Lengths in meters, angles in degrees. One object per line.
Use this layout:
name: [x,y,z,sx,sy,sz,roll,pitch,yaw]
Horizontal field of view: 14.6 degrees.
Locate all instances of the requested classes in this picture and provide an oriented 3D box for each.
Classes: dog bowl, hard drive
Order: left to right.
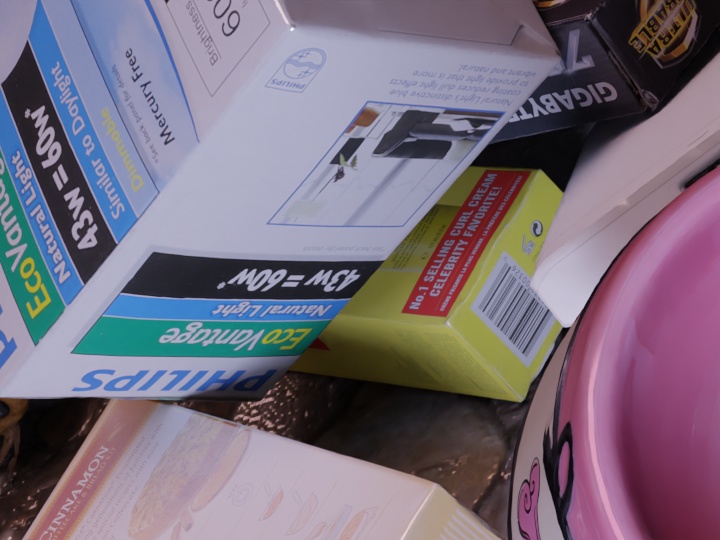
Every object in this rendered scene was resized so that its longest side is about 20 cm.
hard drive: [0.122,-0.053,0.926,0.132,0.026,0.200,-37,6,17]
dog bowl: [0.136,0.050,0.700,0.199,0.074,0.201,-1,62,3]

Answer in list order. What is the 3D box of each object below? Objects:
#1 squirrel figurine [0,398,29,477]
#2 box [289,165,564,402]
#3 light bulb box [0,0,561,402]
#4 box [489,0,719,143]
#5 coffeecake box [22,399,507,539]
squirrel figurine: [-0.222,0.036,1.223,0.186,0.142,0.200,-33,38,11]
box: [0.000,0.000,1.074,0.200,0.050,0.075,7,59,52]
light bulb box: [-0.064,-0.088,0.994,0.200,0.124,0.199,-49,54,35]
box: [0.076,-0.122,1.057,0.200,0.050,0.199,-11,34,50]
coffeecake box: [-0.050,0.136,0.969,0.200,0.073,0.154,12,66,53]
